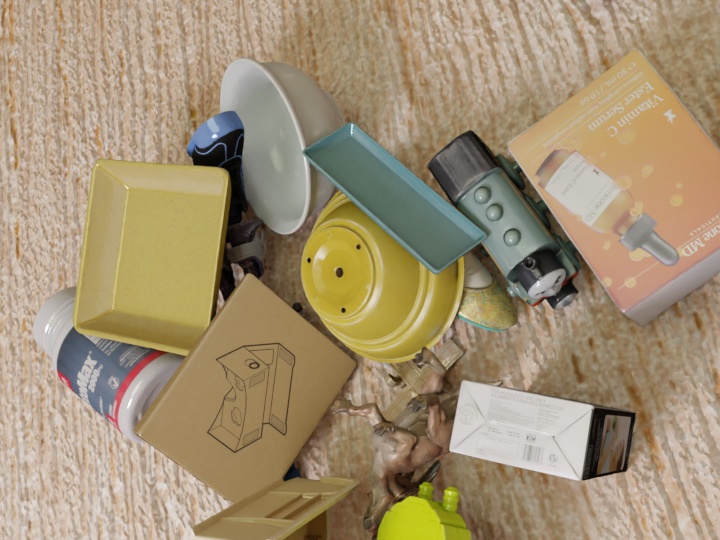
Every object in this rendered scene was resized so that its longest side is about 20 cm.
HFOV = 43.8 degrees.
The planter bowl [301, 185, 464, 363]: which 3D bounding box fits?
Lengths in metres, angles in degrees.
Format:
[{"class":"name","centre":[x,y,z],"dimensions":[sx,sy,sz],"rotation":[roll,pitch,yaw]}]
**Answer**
[{"class":"planter bowl","centre":[0.000,0.000,0.913],"dimensions":[0.199,0.083,0.202],"rotation":[4,96,37]}]

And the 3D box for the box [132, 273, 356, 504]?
[{"class":"box","centre":[-0.116,0.131,0.938],"dimensions":[0.201,0.163,0.021],"rotation":[-56,23,-18]}]

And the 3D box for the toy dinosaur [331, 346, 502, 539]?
[{"class":"toy dinosaur","centre":[0.064,0.166,0.893],"dimensions":[0.199,0.136,0.086],"rotation":[-35,31,8]}]

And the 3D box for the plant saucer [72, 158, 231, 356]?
[{"class":"plant saucer","centre":[-0.223,-0.017,0.997],"dimensions":[0.199,0.048,0.202],"rotation":[8,90,29]}]

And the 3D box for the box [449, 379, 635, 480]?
[{"class":"box","centre":[0.168,0.142,0.798],"dimensions":[0.116,0.200,0.061],"rotation":[8,84,28]}]

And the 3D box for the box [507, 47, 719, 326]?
[{"class":"box","centre":[0.263,-0.075,0.845],"dimensions":[0.152,0.106,0.201],"rotation":[-37,67,15]}]

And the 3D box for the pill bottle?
[{"class":"pill bottle","centre":[-0.298,0.106,1.078],"dimensions":[0.199,0.119,0.120],"rotation":[31,94,28]}]

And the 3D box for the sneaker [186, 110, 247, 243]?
[{"class":"sneaker","centre":[-0.158,-0.101,1.032],"dimensions":[0.070,0.200,0.078],"rotation":[-30,76,-27]}]

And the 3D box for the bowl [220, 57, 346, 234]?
[{"class":"bowl","centre":[-0.075,-0.149,1.011],"dimensions":[0.201,0.090,0.202],"rotation":[40,142,42]}]

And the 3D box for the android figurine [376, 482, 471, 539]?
[{"class":"android figurine","centre":[0.050,0.295,0.818],"dimensions":[0.182,0.041,0.201],"rotation":[-19,55,61]}]

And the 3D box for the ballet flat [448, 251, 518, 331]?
[{"class":"ballet flat","centre":[0.082,-0.008,0.938],"dimensions":[0.199,0.071,0.071],"rotation":[33,95,30]}]

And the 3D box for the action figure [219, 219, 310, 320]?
[{"class":"action figure","centre":[-0.124,0.048,1.026],"dimensions":[0.129,0.069,0.201],"rotation":[-18,89,23]}]

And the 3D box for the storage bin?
[{"class":"storage bin","centre":[-0.069,0.321,0.862],"dimensions":[0.093,0.198,0.202],"rotation":[-1,93,25]}]

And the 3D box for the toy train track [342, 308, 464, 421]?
[{"class":"toy train track","centre":[0.034,0.093,0.967],"dimensions":[0.115,0.032,0.200],"rotation":[-50,63,10]}]

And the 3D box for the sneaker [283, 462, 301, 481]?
[{"class":"sneaker","centre":[-0.131,0.222,1.013],"dimensions":[0.200,0.071,0.083],"rotation":[54,127,21]}]

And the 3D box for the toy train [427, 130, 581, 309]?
[{"class":"toy train","centre":[0.144,-0.049,0.894],"dimensions":[0.085,0.114,0.201],"rotation":[-37,67,16]}]

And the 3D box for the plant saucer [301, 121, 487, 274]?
[{"class":"plant saucer","centre":[0.030,-0.072,0.877],"dimensions":[0.070,0.019,0.200],"rotation":[-34,62,-25]}]
